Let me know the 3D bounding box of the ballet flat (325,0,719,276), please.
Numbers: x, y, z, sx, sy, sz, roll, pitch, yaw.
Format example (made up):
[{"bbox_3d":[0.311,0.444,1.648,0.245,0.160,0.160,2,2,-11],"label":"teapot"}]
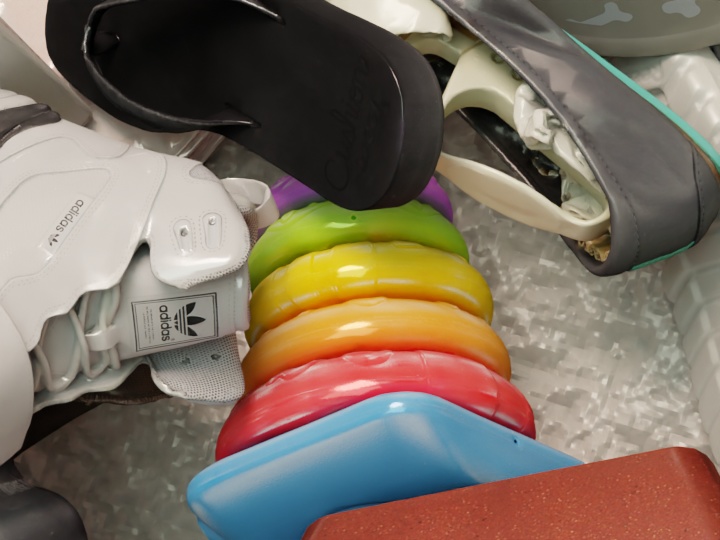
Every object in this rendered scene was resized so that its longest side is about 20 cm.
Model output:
[{"bbox_3d":[0.034,-0.071,0.952,0.200,0.073,0.073,43,92,11],"label":"ballet flat"}]

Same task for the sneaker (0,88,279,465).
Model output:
[{"bbox_3d":[-0.098,0.020,0.878,0.115,0.075,0.200,11,41,8],"label":"sneaker"}]

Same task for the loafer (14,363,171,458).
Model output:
[{"bbox_3d":[-0.134,0.043,1.012,0.200,0.073,0.071,-5,97,40],"label":"loafer"}]

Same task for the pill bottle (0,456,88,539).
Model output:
[{"bbox_3d":[-0.131,0.141,0.934,0.106,0.106,0.200,-14,89,11],"label":"pill bottle"}]

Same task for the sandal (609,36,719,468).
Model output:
[{"bbox_3d":[0.145,0.004,0.973,0.082,0.050,0.203,-41,64,50],"label":"sandal"}]

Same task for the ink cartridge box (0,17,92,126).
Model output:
[{"bbox_3d":[-0.202,-0.105,0.993,0.200,0.145,0.083,43,89,16],"label":"ink cartridge box"}]

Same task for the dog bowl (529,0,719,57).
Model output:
[{"bbox_3d":[0.100,-0.177,0.987,0.200,0.059,0.200,-7,66,16],"label":"dog bowl"}]

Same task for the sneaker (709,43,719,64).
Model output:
[{"bbox_3d":[0.192,-0.044,0.954,0.075,0.087,0.200,-47,73,4],"label":"sneaker"}]

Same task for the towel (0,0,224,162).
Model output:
[{"bbox_3d":[-0.113,-0.124,1.068,0.200,0.032,0.191,43,92,16],"label":"towel"}]

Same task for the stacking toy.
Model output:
[{"bbox_3d":[0.000,0.000,0.985,0.110,0.116,0.200,-24,59,32],"label":"stacking toy"}]

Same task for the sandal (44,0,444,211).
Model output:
[{"bbox_3d":[-0.051,-0.075,0.958,0.200,0.043,0.076,22,112,47],"label":"sandal"}]

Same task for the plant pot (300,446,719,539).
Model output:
[{"bbox_3d":[0.062,0.172,0.875,0.200,0.200,0.176,-13,45,13],"label":"plant pot"}]
